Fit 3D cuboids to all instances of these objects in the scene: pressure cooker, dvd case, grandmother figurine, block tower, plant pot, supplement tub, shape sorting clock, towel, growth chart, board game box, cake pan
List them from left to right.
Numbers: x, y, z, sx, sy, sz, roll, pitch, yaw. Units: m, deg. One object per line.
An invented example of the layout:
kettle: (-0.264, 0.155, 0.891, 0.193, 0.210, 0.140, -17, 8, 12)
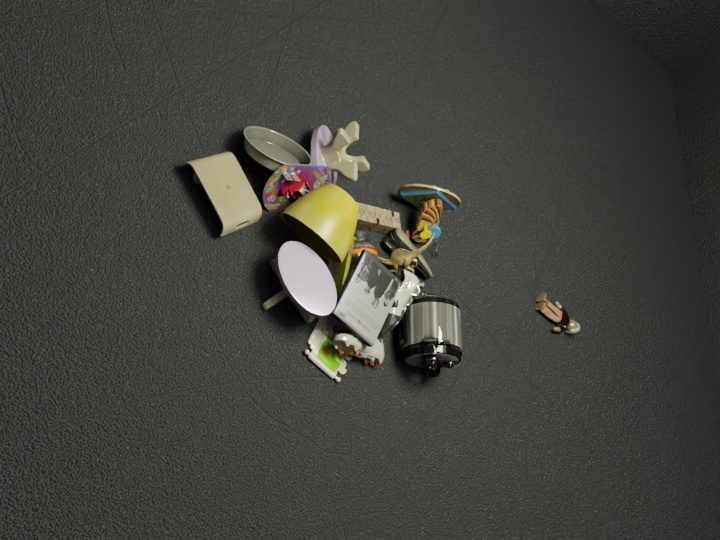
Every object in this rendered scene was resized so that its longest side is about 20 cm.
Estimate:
cake pan: (-0.223, -0.315, 1.557, 0.197, 0.037, 0.201, 24, 27, -13)
board game box: (-0.158, -0.202, 1.541, 0.197, 0.159, 0.039, -4, 48, -37)
plant pot: (-0.086, -0.136, 1.517, 0.199, 0.199, 0.143, 41, 78, -16)
growth chart: (-0.069, 0.178, 1.552, 0.144, 0.018, 0.203, 35, 56, -22)
towel: (-0.054, 0.011, 1.549, 0.018, 0.086, 0.204, 21, 65, -24)
supplement tub: (0.000, 0.000, 1.613, 0.105, 0.106, 0.204, 4, 70, -35)
dvd case: (0.018, 0.070, 1.517, 0.150, 0.025, 0.202, 41, 61, -25)
block tower: (0.032, -0.153, 1.731, 0.197, 0.054, 0.059, 8, 67, -35)
shape sorting clock: (0.210, -0.226, 1.799, 0.197, 0.199, 0.040, 17, 76, -30)
pressure cooker: (0.199, 0.192, 1.641, 0.174, 0.178, 0.204, 17, 62, -33)
grandmother figurine: (0.712, 0.168, 2.109, 0.198, 0.060, 0.123, 33, 65, -19)

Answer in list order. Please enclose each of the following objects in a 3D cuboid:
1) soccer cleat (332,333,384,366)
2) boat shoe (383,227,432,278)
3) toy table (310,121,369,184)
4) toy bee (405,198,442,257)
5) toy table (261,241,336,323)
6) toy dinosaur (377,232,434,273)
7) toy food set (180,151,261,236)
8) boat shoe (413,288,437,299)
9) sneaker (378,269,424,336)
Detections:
soccer cleat: (-0.005, 0.192, 1.546, 0.199, 0.068, 0.079, 32, 53, -46)
boat shoe: (0.148, -0.042, 1.776, 0.200, 0.067, 0.072, 45, 13, -27)
toy table: (-0.062, -0.328, 1.651, 0.183, 0.115, 0.204, 25, 58, -63)
toy bee: (0.192, -0.124, 1.796, 0.106, 0.131, 0.204, 0, 113, 1)
toy table: (-0.154, 0.038, 1.470, 0.181, 0.117, 0.203, -17, 79, -33)
toy dinosaur: (0.133, -0.031, 1.695, 0.059, 0.196, 0.102, -96, 163, -45)
toy food set: (-0.346, -0.196, 1.474, 0.143, 0.060, 0.203, -31, 93, -51)
boat shoe: (0.152, 0.060, 1.720, 0.196, 0.074, 0.068, 5, 90, -25)
sneaker: (0.087, 0.086, 1.621, 0.088, 0.074, 0.201, 40, 71, -15)
